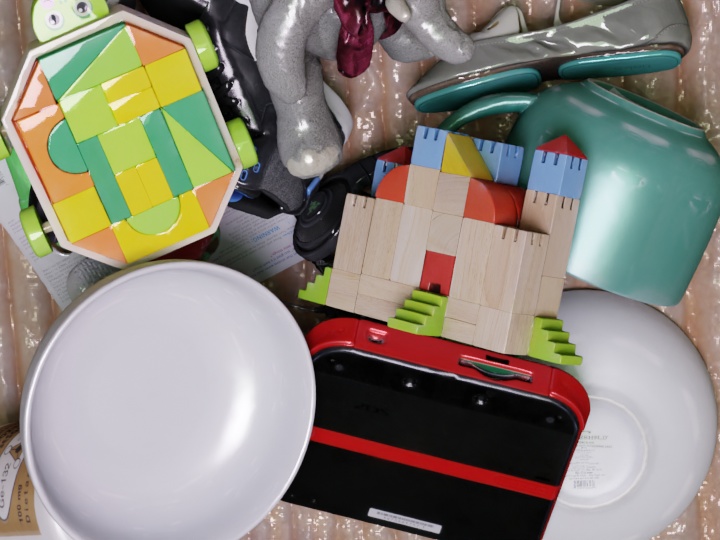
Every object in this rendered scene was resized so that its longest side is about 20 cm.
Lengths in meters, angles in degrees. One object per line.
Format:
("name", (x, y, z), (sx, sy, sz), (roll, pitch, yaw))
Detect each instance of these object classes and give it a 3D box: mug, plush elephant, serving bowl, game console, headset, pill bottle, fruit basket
("mug", (0.156, -0.064, 1.238), (0.184, 0.152, 0.115), (16, 105, -32))
("plush elephant", (0.011, -0.180, 1.165), (0.165, 0.154, 0.201), (-40, 116, -31))
("serving bowl", (0.162, 0.120, 1.339), (0.198, 0.066, 0.202), (1, 106, 2))
("game console", (0.046, 0.118, 1.277), (0.198, 0.031, 0.178), (14, 134, 0))
("headset", (0.000, 0.000, 1.289), (0.199, 0.094, 0.124), (-30, 121, -2))
("serving bowl", (-0.130, 0.086, 1.200), (0.199, 0.066, 0.202), (-7, 105, -26))
("pill bottle", (-0.224, 0.162, 1.303), (0.199, 0.114, 0.115), (-11, 110, 47))
("fruit basket", (-0.158, -0.053, 1.308), (0.184, 0.094, 0.201), (-28, 119, 10))

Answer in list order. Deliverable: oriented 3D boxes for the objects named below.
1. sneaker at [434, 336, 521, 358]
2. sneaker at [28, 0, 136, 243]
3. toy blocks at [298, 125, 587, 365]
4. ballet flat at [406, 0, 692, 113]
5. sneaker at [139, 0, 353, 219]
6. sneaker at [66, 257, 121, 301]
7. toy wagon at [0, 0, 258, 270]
("sneaker", (0.059, 0.069, 1.286), (0.200, 0.074, 0.084), (-52, 59, 25))
("sneaker", (-0.160, -0.106, 1.213), (0.082, 0.072, 0.201), (11, 106, -18))
("toy blocks", (0.060, -0.029, 1.184), (0.199, 0.100, 0.138), (14, 94, 40))
("ballet flat", (0.126, -0.156, 1.276), (0.198, 0.067, 0.064), (-10, 78, 4))
("sneaker", (-0.088, -0.112, 1.223), (0.073, 0.112, 0.200), (-10, 137, 45))
("sneaker", (-0.153, 0.071, 1.306), (0.115, 0.075, 0.200), (-37, 132, 21))
("toy wagon", (-0.159, -0.101, 1.153), (0.154, 0.040, 0.201), (-24, 113, -5))
